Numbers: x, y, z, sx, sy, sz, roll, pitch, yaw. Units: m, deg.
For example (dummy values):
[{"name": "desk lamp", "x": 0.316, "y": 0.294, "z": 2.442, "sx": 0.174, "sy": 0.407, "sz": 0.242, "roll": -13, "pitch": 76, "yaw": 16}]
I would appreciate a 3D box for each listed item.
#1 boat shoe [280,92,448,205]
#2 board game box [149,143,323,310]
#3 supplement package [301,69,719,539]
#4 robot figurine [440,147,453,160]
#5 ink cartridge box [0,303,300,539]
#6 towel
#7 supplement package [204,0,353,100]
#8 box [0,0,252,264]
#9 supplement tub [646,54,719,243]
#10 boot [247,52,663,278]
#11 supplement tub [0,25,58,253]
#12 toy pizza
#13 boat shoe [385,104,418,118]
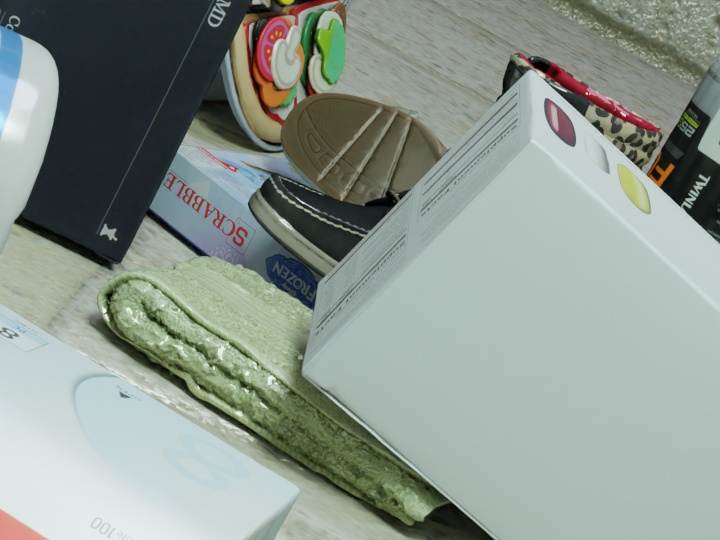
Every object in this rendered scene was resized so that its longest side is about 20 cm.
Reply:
[{"name": "boat shoe", "x": 0.041, "y": -0.033, "z": 1.460, "sx": 0.199, "sy": 0.072, "sz": 0.065, "roll": 28, "pitch": -22, "yaw": 12}, {"name": "board game box", "x": 0.000, "y": 0.000, "z": 1.465, "sx": 0.200, "sy": 0.041, "sz": 0.199, "roll": 38, "pitch": 17, "yaw": 28}, {"name": "supplement package", "x": 0.099, "y": 0.039, "z": 1.179, "sx": 0.200, "sy": 0.156, "sz": 0.111, "roll": 41, "pitch": 18, "yaw": -12}, {"name": "robot figurine", "x": 0.093, "y": 0.019, "z": 1.294, "sx": 0.201, "sy": 0.145, "sz": 0.058, "roll": 57, "pitch": -12, "yaw": -17}, {"name": "ink cartridge box", "x": -0.123, "y": 0.077, "z": 0.941, "sx": 0.159, "sy": 0.048, "sz": 0.200, "roll": 32, "pitch": 12, "yaw": 8}, {"name": "towel", "x": -0.025, "y": 0.054, "z": 1.243, "sx": 0.199, "sy": 0.037, "sz": 0.148, "roll": 32, "pitch": 13, "yaw": 12}, {"name": "supplement package", "x": -0.098, "y": -0.195, "z": 1.809, "sx": 0.109, "sy": 0.114, "sz": 0.200, "roll": 34, "pitch": 14, "yaw": 16}, {"name": "box", "x": -0.162, "y": -0.138, "z": 1.308, "sx": 0.181, "sy": 0.201, "sz": 0.104, "roll": 26, "pitch": 13, "yaw": -11}, {"name": "supplement tub", "x": 0.257, "y": -0.041, "z": 1.786, "sx": 0.122, "sy": 0.201, "sz": 0.123, "roll": 28, "pitch": 13, "yaw": -7}, {"name": "boot", "x": 0.054, "y": -0.047, "z": 1.342, "sx": 0.199, "sy": 0.151, "sz": 0.073, "roll": 25, "pitch": 16, "yaw": -19}, {"name": "supplement tub", "x": -0.240, "y": -0.073, "z": 1.066, "sx": 0.199, "sy": 0.133, "sz": 0.132, "roll": 25, "pitch": 14, "yaw": -20}, {"name": "toy pizza", "x": -0.044, "y": -0.181, "z": 1.709, "sx": 0.031, "sy": 0.202, "sz": 0.200, "roll": 6, "pitch": 6, "yaw": 21}, {"name": "boat shoe", "x": -0.002, "y": -0.076, "z": 1.702, "sx": 0.071, "sy": 0.061, "sz": 0.201, "roll": 1, "pitch": 10, "yaw": 9}]
